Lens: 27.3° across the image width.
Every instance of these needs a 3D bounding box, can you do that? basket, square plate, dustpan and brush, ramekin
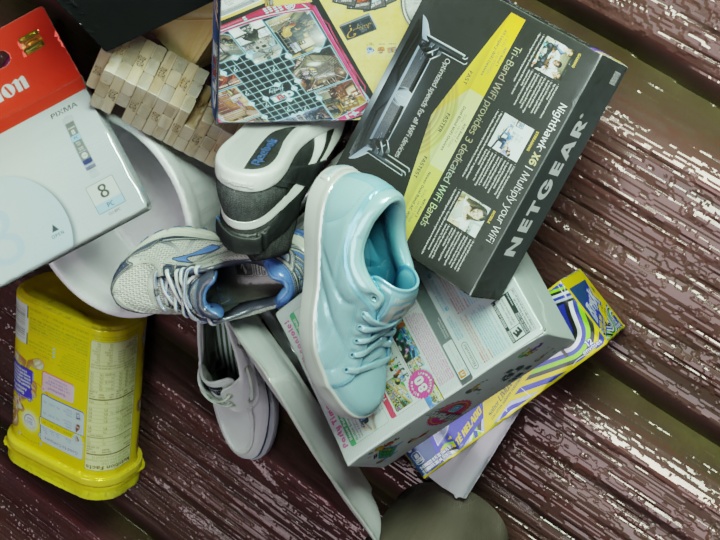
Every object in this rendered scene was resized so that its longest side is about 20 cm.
[{"bbox_3d":[0.050,0.293,1.287,0.180,0.200,0.136,23,132,8],"label":"basket"},{"bbox_3d":[-0.053,0.121,1.309,0.200,0.028,0.198,60,174,-29],"label":"square plate"},{"bbox_3d":[0.046,0.090,1.317,0.200,0.057,0.140,33,113,10],"label":"dustpan and brush"},{"bbox_3d":[-0.208,-0.065,1.382,0.200,0.098,0.201,13,117,28],"label":"ramekin"}]

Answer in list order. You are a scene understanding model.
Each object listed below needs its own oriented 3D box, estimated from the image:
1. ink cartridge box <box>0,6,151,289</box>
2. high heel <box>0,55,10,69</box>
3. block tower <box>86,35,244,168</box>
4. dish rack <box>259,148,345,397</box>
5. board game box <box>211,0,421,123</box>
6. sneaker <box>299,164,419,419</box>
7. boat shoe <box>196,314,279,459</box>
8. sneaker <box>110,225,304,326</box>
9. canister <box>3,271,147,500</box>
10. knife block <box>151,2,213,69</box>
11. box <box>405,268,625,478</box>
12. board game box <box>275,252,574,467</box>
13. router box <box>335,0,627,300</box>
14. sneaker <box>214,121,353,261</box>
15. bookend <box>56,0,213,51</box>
[{"bbox_3d":[-0.297,-0.105,1.279,0.160,0.047,0.200,-28,96,1],"label":"ink cartridge box"},{"bbox_3d":[-0.327,-0.150,1.366,0.067,0.200,0.096,20,128,6],"label":"high heel"},{"bbox_3d":[-0.137,-0.134,1.277,0.200,0.054,0.058,26,144,-10],"label":"block tower"},{"bbox_3d":[0.000,0.000,1.280,0.200,0.044,0.172,-40,78,27],"label":"dish rack"},{"bbox_3d":[-0.015,-0.185,1.159,0.035,0.199,0.136,-118,30,-60],"label":"board game box"},{"bbox_3d":[0.004,0.026,1.092,0.082,0.074,0.201,19,123,45],"label":"sneaker"},{"bbox_3d":[-0.129,0.098,1.420,0.073,0.067,0.201,6,113,32],"label":"boat shoe"},{"bbox_3d":[-0.132,0.007,1.260,0.199,0.085,0.077,-9,110,21],"label":"sneaker"},{"bbox_3d":[-0.291,0.116,1.525,0.148,0.087,0.201,21,119,24],"label":"canister"},{"bbox_3d":[-0.120,-0.266,1.258,0.200,0.064,0.176,46,127,9],"label":"knife block"},{"bbox_3d":[0.115,0.085,1.217,0.200,0.070,0.064,-40,82,22],"label":"box"},{"bbox_3d":[0.047,0.044,1.180,0.200,0.064,0.148,-36,67,22],"label":"board game box"},{"bbox_3d":[0.081,-0.102,1.107,0.157,0.052,0.200,36,104,30],"label":"router box"},{"bbox_3d":[-0.065,-0.081,1.220,0.073,0.200,0.112,20,127,17],"label":"sneaker"},{"bbox_3d":[-0.153,-0.311,1.195,0.200,0.092,0.199,-21,54,17],"label":"bookend"}]
